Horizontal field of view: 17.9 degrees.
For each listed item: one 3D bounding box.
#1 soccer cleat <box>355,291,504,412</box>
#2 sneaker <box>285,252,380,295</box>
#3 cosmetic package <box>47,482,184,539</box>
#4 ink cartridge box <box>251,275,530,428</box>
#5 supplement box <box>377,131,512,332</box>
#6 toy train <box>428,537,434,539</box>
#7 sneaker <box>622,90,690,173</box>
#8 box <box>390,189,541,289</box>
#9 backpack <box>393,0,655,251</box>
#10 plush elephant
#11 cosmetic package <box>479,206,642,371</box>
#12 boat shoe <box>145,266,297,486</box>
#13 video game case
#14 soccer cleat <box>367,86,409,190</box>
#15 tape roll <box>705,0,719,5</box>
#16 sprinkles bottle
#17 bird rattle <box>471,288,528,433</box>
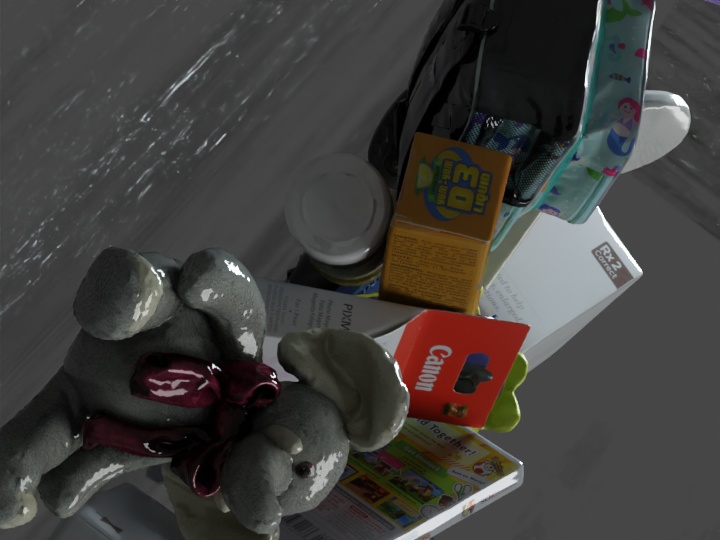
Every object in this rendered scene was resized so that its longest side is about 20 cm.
[{"bbox_3d":[0.007,0.041,1.566,0.065,0.199,0.084,118,-18,-51],"label":"soccer cleat"},{"bbox_3d":[0.000,0.000,1.665,0.200,0.078,0.071,-36,133,-42],"label":"sneaker"},{"bbox_3d":[-0.170,0.278,1.565,0.201,0.166,0.167,-55,175,6],"label":"cosmetic package"},{"bbox_3d":[-0.005,0.071,1.483,0.163,0.198,0.057,108,-5,-60],"label":"ink cartridge box"},{"bbox_3d":[0.049,-0.010,1.442,0.200,0.068,0.067,92,12,-67],"label":"supplement box"},{"bbox_3d":[-0.025,0.179,1.609,0.114,0.085,0.200,-47,-146,5],"label":"toy train"},{"bbox_3d":[0.140,-0.116,1.685,0.075,0.198,0.089,78,3,-50],"label":"sneaker"},{"bbox_3d":[0.108,-0.100,1.788,0.201,0.109,0.128,-54,-174,2],"label":"box"},{"bbox_3d":[0.100,-0.112,1.488,0.200,0.150,0.178,128,-21,-51],"label":"backpack"},{"bbox_3d":[-0.073,0.076,1.139,0.165,0.154,0.200,-55,174,20],"label":"plush elephant"},{"bbox_3d":[0.107,0.012,2.009,0.165,0.165,0.200,-32,170,-31],"label":"cosmetic package"},{"bbox_3d":[-0.078,0.088,1.671,0.200,0.068,0.072,-51,175,-29],"label":"boat shoe"},{"bbox_3d":[-0.021,0.130,1.557,0.181,0.200,0.023,-25,129,-34],"label":"video game case"},{"bbox_3d":[0.071,-0.127,1.647,0.200,0.068,0.073,-50,-172,-22],"label":"soccer cleat"},{"bbox_3d":[0.287,-0.299,1.667,0.200,0.200,0.085,-52,174,-16],"label":"tape roll"},{"bbox_3d":[-0.010,-0.030,1.505,0.068,0.068,0.200,-53,175,-3],"label":"sprinkles bottle"},{"bbox_3d":[0.030,0.058,1.733,0.162,0.113,0.200,-24,-157,-19],"label":"bird rattle"}]
